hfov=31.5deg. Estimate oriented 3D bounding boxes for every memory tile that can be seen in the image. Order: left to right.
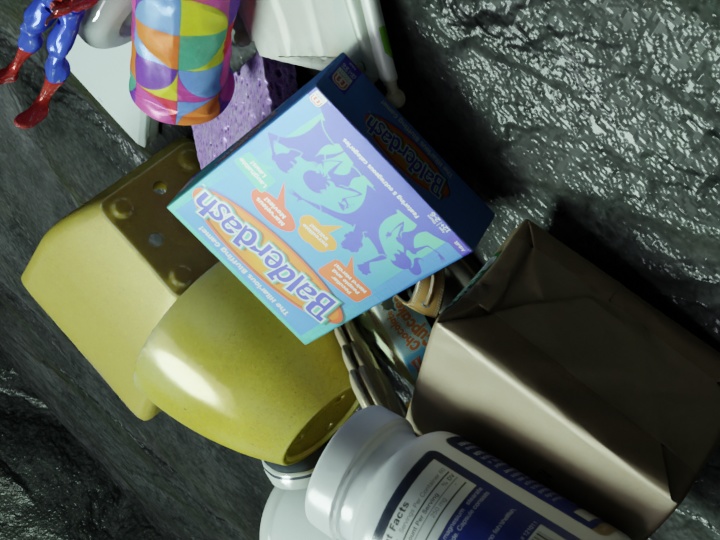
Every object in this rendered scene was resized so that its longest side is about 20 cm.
[{"bbox_3d":[0.021,0.111,1.012,0.154,0.017,0.200,60,-177,-19],"label":"memory tile"}]

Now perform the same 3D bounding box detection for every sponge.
[{"bbox_3d":[-0.093,-0.101,1.040,0.200,0.030,0.112,164,97,-66],"label":"sponge"}]

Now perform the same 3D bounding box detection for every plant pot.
[{"bbox_3d":[-0.181,-0.010,1.214,0.196,0.194,0.200,48,153,4],"label":"plant pot"},{"bbox_3d":[-0.078,0.087,1.128,0.142,0.200,0.200,45,157,18],"label":"plant pot"}]

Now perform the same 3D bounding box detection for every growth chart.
[{"bbox_3d":[-0.050,-0.197,0.868,0.200,0.018,0.145,27,139,44],"label":"growth chart"}]

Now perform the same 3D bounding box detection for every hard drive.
[{"bbox_3d":[-0.235,-0.211,1.203,0.132,0.026,0.200,47,158,8],"label":"hard drive"}]

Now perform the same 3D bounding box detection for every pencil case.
[{"bbox_3d":[-0.120,-0.190,0.890,0.088,0.088,0.200,43,148,16],"label":"pencil case"}]

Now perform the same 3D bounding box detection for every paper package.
[{"bbox_3d":[0.135,0.095,0.859,0.190,0.104,0.200,36,155,13],"label":"paper package"}]

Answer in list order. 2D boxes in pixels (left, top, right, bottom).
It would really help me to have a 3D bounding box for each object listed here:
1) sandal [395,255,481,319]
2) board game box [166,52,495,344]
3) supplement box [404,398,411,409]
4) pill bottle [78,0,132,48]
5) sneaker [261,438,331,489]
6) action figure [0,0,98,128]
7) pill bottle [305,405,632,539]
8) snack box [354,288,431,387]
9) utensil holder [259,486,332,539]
[{"bbox_3d":[0.044,-0.005,0.956,0.082,0.055,0.200,23,152,49],"label":"sandal"},{"bbox_3d":[-0.027,-0.042,0.900,0.152,0.045,0.200,45,139,-12],"label":"board game box"},{"bbox_3d":[0.086,0.215,1.154,0.200,0.110,0.086,48,158,6],"label":"supplement box"},{"bbox_3d":[-0.222,-0.274,0.965,0.200,0.112,0.112,49,158,2],"label":"pill bottle"},{"bbox_3d":[-0.060,0.130,1.237,0.200,0.078,0.080,-87,-13,-65],"label":"sneaker"},{"bbox_3d":[-0.226,-0.173,0.888,0.065,0.099,0.200,47,130,3],"label":"action figure"},{"bbox_3d":[0.067,0.175,0.828,0.200,0.116,0.116,29,150,29],"label":"pill bottle"},{"bbox_3d":[0.000,0.000,1.049,0.200,0.037,0.116,61,168,-25],"label":"snack box"},{"bbox_3d":[0.017,0.284,1.323,0.200,0.170,0.170,7,132,56],"label":"utensil holder"}]
